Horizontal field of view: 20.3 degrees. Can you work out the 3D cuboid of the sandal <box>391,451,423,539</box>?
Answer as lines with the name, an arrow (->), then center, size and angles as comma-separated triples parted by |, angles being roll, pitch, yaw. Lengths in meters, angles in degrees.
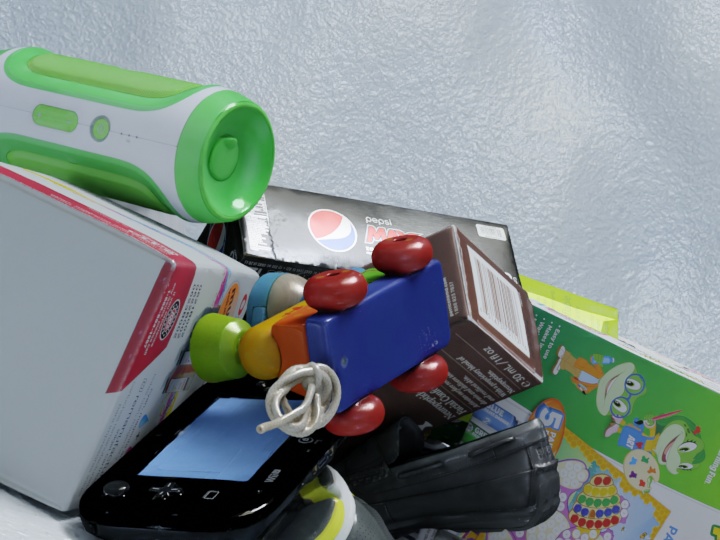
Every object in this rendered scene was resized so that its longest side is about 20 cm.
sandal -> 0.033, 0.142, 1.355 | 0.199, 0.043, 0.076 | 0, 38, -38

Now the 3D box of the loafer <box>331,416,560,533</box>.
loafer -> 0.025, 0.125, 1.232 | 0.199, 0.071, 0.068 | -6, 2, 20

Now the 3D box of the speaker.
speaker -> -0.151, -0.085, 1.236 | 0.199, 0.089, 0.088 | 15, -4, 33

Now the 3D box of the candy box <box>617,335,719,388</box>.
candy box -> 0.190, 0.161, 1.398 | 0.071, 0.201, 0.168 | 24, 3, -25

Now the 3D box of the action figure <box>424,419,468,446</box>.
action figure -> 0.019, 0.095, 1.395 | 0.198, 0.055, 0.118 | 12, -23, -8

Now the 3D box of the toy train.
toy train -> -0.044, 0.043, 1.065 | 0.115, 0.085, 0.200 | 0, 16, 33

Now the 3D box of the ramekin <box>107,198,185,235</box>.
ramekin -> -0.211, -0.010, 1.366 | 0.199, 0.099, 0.200 | -6, 6, 1

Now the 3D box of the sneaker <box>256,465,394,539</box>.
sneaker -> -0.035, 0.147, 1.148 | 0.085, 0.075, 0.200 | 45, -5, -18

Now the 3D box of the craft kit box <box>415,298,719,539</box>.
craft kit box -> 0.152, 0.149, 1.277 | 0.196, 0.201, 0.049 | 24, 4, 7

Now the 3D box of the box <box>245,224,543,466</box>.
box -> 0.001, 0.058, 1.245 | 0.100, 0.199, 0.075 | 38, 36, -47

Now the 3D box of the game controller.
game controller -> -0.067, 0.096, 1.066 | 0.104, 0.042, 0.200 | -8, 16, 22

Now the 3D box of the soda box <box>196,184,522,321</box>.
soda box -> 0.000, 0.000, 1.281 | 0.199, 0.071, 0.064 | 9, 50, -24

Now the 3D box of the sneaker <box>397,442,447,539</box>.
sneaker -> 0.032, 0.153, 1.443 | 0.078, 0.080, 0.200 | 25, 3, -40

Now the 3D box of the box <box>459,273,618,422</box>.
box -> 0.081, 0.048, 1.374 | 0.199, 0.048, 0.122 | 19, 43, -13

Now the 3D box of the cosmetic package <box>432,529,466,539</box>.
cosmetic package -> 0.102, 0.213, 1.145 | 0.150, 0.052, 0.200 | 27, 2, 2

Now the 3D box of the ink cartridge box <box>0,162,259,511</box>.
ink cartridge box -> -0.165, 0.034, 1.122 | 0.144, 0.146, 0.200 | 24, 3, 10
